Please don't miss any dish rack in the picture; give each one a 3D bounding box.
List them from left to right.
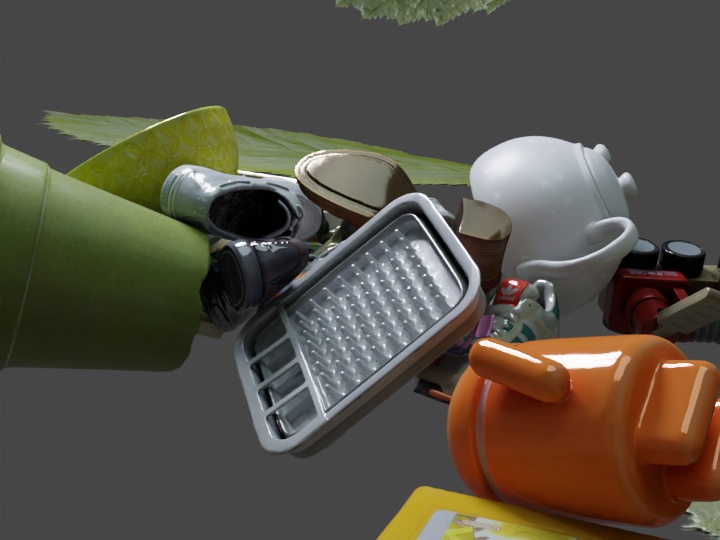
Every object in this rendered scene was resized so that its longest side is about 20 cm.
[{"bbox_3d":[0.001,0.044,0.851,0.044,0.200,0.172,45,9,-32],"label":"dish rack"}]

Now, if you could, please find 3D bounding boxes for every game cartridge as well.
[{"bbox_3d":[0.080,0.178,0.598,0.175,0.033,0.200,9,13,18],"label":"game cartridge"}]

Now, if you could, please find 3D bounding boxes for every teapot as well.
[{"bbox_3d":[0.206,-0.055,1.134,0.145,0.202,0.197,-23,-25,17],"label":"teapot"}]

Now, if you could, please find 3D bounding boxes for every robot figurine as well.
[{"bbox_3d":[0.136,0.098,0.713,0.143,0.118,0.199,1,-6,-45],"label":"robot figurine"}]

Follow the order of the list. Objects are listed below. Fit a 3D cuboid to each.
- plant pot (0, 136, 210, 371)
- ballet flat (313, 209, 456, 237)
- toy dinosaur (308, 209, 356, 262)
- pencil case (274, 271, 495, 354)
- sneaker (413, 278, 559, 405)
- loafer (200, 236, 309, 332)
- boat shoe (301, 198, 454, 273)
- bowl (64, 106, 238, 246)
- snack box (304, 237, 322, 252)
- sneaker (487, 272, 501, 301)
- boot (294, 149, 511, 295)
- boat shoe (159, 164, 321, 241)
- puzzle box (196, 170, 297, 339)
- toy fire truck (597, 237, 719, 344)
[{"bbox_3d":[-0.229,0.006,0.941,0.188,0.202,0.200,12,10,-18],"label":"plant pot"},{"bbox_3d":[0.011,-0.045,1.208,0.198,0.069,0.067,8,13,-1],"label":"ballet flat"},{"bbox_3d":[-0.017,-0.041,1.151,0.199,0.089,0.047,-29,9,2],"label":"toy dinosaur"},{"bbox_3d":[0.011,0.036,0.960,0.199,0.088,0.087,-7,4,38],"label":"pencil case"},{"bbox_3d":[0.113,0.056,0.988,0.070,0.094,0.199,14,16,37],"label":"sneaker"},{"bbox_3d":[-0.094,0.008,0.968,0.062,0.073,0.200,-17,-2,-19],"label":"loafer"},{"bbox_3d":[0.000,-0.002,1.086,0.201,0.075,0.065,-33,32,1],"label":"boat shoe"},{"bbox_3d":[-0.191,-0.060,1.080,0.199,0.108,0.200,-28,-1,0],"label":"bowl"},{"bbox_3d":[-0.135,-0.020,1.280,0.198,0.068,0.169,4,10,0],"label":"snack box"},{"bbox_3d":[0.090,-0.001,1.173,0.113,0.077,0.200,11,18,7],"label":"sneaker"},{"bbox_3d":[0.027,-0.019,1.013,0.198,0.156,0.077,15,50,-3],"label":"boot"},{"bbox_3d":[-0.091,-0.048,1.035,0.071,0.071,0.200,26,11,35],"label":"boat shoe"},{"bbox_3d":[-0.157,-0.025,1.147,0.132,0.026,0.201,9,51,23],"label":"puzzle box"},{"bbox_3d":[0.343,0.037,1.123,0.174,0.130,0.200,4,25,-3],"label":"toy fire truck"}]
